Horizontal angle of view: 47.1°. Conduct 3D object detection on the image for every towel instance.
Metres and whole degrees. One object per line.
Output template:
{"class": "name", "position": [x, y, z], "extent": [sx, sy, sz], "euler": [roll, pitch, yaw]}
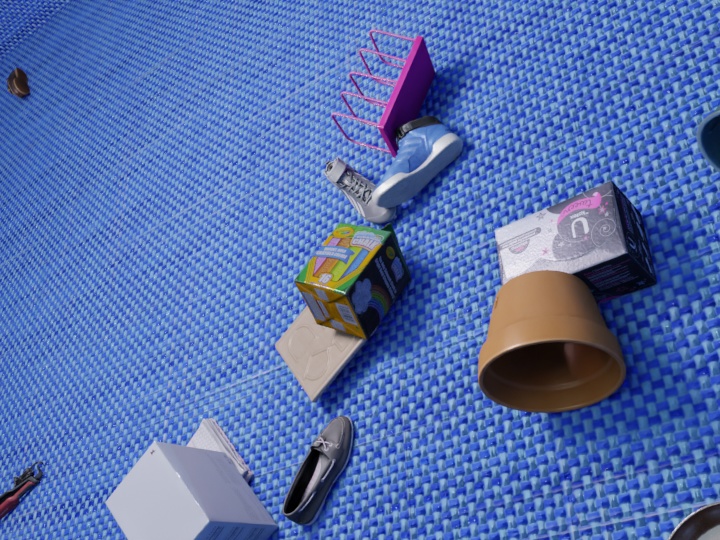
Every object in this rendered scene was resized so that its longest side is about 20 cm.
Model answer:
{"class": "towel", "position": [-0.311, 0.415, 1.619], "extent": [0.191, 0.032, 0.200], "euler": [-55, 42, 3]}

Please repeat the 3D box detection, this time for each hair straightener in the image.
{"class": "hair straightener", "position": [-0.845, 0.526, 2.026], "extent": [0.200, 0.041, 0.077], "euler": [-45, 45, 13]}

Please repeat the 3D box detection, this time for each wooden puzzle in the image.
{"class": "wooden puzzle", "position": [-0.061, 0.128, 1.551], "extent": [0.185, 0.046, 0.200], "euler": [-50, 39, 7]}

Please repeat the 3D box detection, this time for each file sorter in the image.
{"class": "file sorter", "position": [0.045, -0.351, 1.630], "extent": [0.125, 0.139, 0.201], "euler": [19, 79, 21]}

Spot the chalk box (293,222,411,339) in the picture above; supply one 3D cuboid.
{"class": "chalk box", "position": [0.000, 0.000, 1.477], "extent": [0.124, 0.125, 0.200], "euler": [13, 52, 36]}

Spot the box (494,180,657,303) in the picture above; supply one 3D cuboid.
{"class": "box", "position": [0.318, -0.024, 1.243], "extent": [0.200, 0.115, 0.133], "euler": [-23, 53, 31]}

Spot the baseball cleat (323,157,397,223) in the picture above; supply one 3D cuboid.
{"class": "baseball cleat", "position": [-0.012, -0.158, 1.621], "extent": [0.070, 0.106, 0.200], "euler": [-55, 43, 4]}

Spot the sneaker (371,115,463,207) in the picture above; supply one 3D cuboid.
{"class": "sneaker", "position": [0.086, -0.212, 1.565], "extent": [0.200, 0.077, 0.111], "euler": [-40, 58, 3]}

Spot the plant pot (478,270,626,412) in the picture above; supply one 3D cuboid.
{"class": "plant pot", "position": [0.264, 0.094, 1.171], "extent": [0.200, 0.200, 0.140], "euler": [-23, 47, 31]}

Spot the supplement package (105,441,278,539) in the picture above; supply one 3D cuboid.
{"class": "supplement package", "position": [-0.293, 0.425, 1.445], "extent": [0.147, 0.200, 0.191], "euler": [-50, 57, 6]}

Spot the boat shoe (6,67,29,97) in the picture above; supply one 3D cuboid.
{"class": "boat shoe", "position": [-1.292, -0.692, 3.106], "extent": [0.070, 0.070, 0.200], "euler": [-40, 37, 8]}

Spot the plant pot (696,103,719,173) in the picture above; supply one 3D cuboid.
{"class": "plant pot", "position": [0.579, -0.223, 1.079], "extent": [0.200, 0.200, 0.196], "euler": [21, 74, 46]}

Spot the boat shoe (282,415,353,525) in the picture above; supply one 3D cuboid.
{"class": "boat shoe", "position": [-0.073, 0.342, 1.426], "extent": [0.067, 0.057, 0.201], "euler": [14, 77, 45]}

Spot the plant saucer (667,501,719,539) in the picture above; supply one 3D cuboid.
{"class": "plant saucer", "position": [0.449, 0.371, 0.959], "extent": [0.200, 0.034, 0.201], "euler": [-22, 54, 33]}
